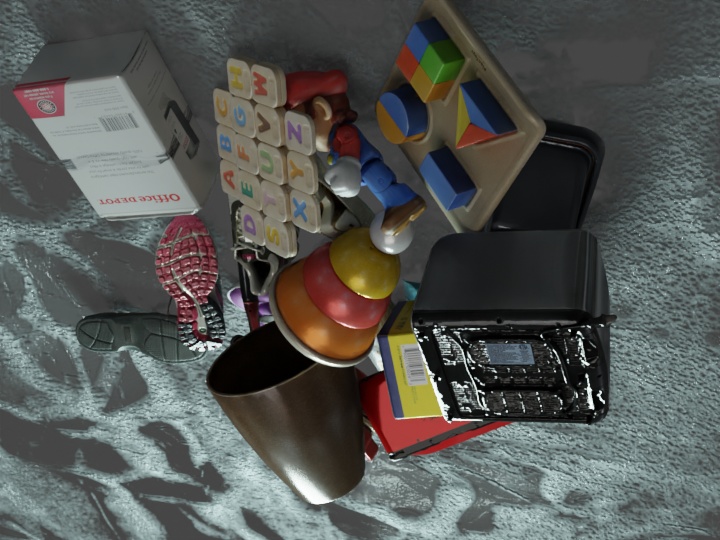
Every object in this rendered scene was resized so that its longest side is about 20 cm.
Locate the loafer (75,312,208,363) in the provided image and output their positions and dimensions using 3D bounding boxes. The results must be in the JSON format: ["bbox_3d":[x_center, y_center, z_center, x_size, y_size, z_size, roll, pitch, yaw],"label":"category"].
[{"bbox_3d":[-0.306,0.085,1.545,0.197,0.063,0.073,6,110,8],"label":"loafer"}]

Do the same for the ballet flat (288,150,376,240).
[{"bbox_3d":[-0.047,-0.076,1.231,0.067,0.063,0.200,-18,131,35],"label":"ballet flat"}]

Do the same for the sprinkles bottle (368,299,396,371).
[{"bbox_3d":[0.037,0.094,1.404,0.067,0.069,0.201,-7,136,27],"label":"sprinkles bottle"}]

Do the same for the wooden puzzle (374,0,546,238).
[{"bbox_3d":[0.079,-0.142,1.028,0.186,0.046,0.201,57,150,21],"label":"wooden puzzle"}]

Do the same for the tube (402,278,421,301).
[{"bbox_3d":[0.148,0.053,1.333,0.197,0.051,0.078,11,141,16],"label":"tube"}]

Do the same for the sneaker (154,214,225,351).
[{"bbox_3d":[-0.220,0.009,1.400,0.079,0.075,0.202,-4,128,-4],"label":"sneaker"}]

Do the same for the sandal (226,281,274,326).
[{"bbox_3d":[-0.087,0.074,1.442,0.201,0.050,0.083,26,141,-11],"label":"sandal"}]

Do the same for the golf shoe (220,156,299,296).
[{"bbox_3d":[-0.119,-0.059,1.262,0.076,0.089,0.201,4,139,19],"label":"golf shoe"}]

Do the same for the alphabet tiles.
[{"bbox_3d":[-0.103,-0.117,1.121,0.195,0.014,0.203,27,127,49],"label":"alphabet tiles"}]

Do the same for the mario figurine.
[{"bbox_3d":[-0.026,-0.114,1.107,0.201,0.106,0.123,51,152,4],"label":"mario figurine"}]

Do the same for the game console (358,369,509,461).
[{"bbox_3d":[0.121,0.166,1.415,0.198,0.119,0.174,-25,102,21],"label":"game console"}]

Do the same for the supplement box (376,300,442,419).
[{"bbox_3d":[0.134,0.096,1.260,0.197,0.109,0.111,-7,107,19],"label":"supplement box"}]

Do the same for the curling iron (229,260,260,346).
[{"bbox_3d":[-0.151,0.045,1.399,0.049,0.026,0.202,-12,123,-24],"label":"curling iron"}]

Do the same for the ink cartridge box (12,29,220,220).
[{"bbox_3d":[-0.264,-0.156,1.199,0.144,0.085,0.201,-2,137,23],"label":"ink cartridge box"}]

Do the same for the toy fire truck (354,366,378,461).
[{"bbox_3d":[-0.054,0.197,1.548,0.167,0.113,0.201,24,158,37],"label":"toy fire truck"}]

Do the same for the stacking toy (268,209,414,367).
[{"bbox_3d":[0.000,0.000,1.216,0.145,0.147,0.200,30,127,-17],"label":"stacking toy"}]

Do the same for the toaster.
[{"bbox_3d":[0.161,0.060,1.055,0.197,0.120,0.182,-2,140,19],"label":"toaster"}]

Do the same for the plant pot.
[{"bbox_3d":[-0.071,0.185,1.361,0.185,0.187,0.202,-9,115,30],"label":"plant pot"}]

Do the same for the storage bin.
[{"bbox_3d":[0.166,-0.042,1.134,0.144,0.135,0.201,12,141,5],"label":"storage bin"}]
